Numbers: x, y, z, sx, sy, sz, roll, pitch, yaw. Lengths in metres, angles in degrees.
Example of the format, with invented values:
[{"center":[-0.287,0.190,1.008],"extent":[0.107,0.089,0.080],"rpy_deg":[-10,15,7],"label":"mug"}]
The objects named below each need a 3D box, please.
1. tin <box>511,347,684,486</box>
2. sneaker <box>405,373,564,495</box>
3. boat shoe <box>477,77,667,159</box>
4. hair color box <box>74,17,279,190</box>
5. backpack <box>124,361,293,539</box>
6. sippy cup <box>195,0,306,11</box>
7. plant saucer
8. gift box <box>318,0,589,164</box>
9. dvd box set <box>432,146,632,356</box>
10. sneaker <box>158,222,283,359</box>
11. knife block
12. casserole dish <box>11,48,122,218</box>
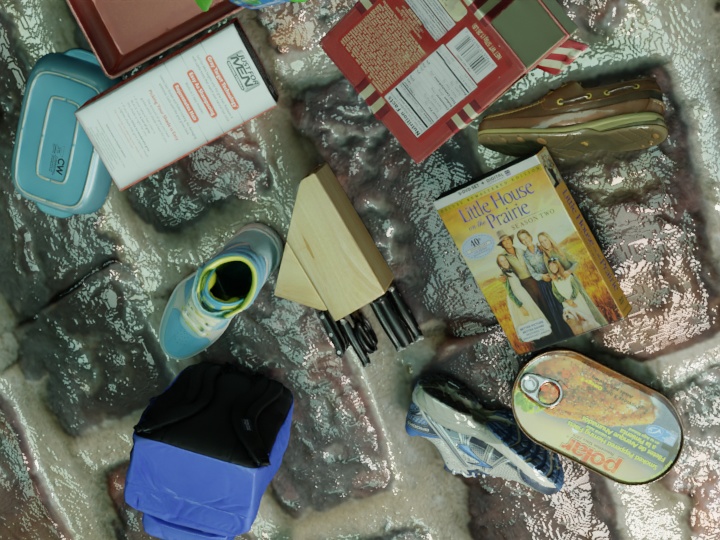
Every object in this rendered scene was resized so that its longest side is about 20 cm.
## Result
[{"center":[0.262,0.162,1.483],"extent":[0.199,0.042,0.113],"rpy_deg":[27,93,2],"label":"tin"},{"center":[0.138,0.200,1.519],"extent":[0.199,0.077,0.086],"rpy_deg":[33,120,8],"label":"sneaker"},{"center":[0.221,-0.161,1.398],"extent":[0.198,0.072,0.068],"rpy_deg":[-4,72,20],"label":"boat shoe"},{"center":[-0.198,-0.181,1.451],"extent":[0.199,0.061,0.102],"rpy_deg":[-27,105,8],"label":"hair color box"},{"center":[-0.170,0.204,1.507],"extent":[0.161,0.200,0.169],"rpy_deg":[19,119,3],"label":"backpack"},{"center":[-0.092,-0.328,1.354],"extent":[0.176,0.130,0.141],"rpy_deg":[0,85,-29],"label":"sippy cup"},{"center":[-0.234,-0.340,1.444],"extent":[0.198,0.037,0.201],"rpy_deg":[-24,99,17],"label":"plant saucer"},{"center":[0.106,-0.239,1.325],"extent":[0.199,0.187,0.185],"rpy_deg":[-33,96,33],"label":"gift box"},{"center":[0.184,-0.017,1.436],"extent":[0.146,0.029,0.201],"rpy_deg":[-22,102,37],"label":"dvd box set"},{"center":[-0.174,0.038,1.493],"extent":[0.079,0.131,0.200],"rpy_deg":[39,110,-4],"label":"sneaker"},{"center":[0.000,0.000,1.484],"extent":[0.174,0.064,0.202],"rpy_deg":[16,108,5],"label":"knife block"},{"center":[-0.338,-0.151,1.519],"extent":[0.120,0.039,0.202],"rpy_deg":[18,109,6],"label":"casserole dish"}]
